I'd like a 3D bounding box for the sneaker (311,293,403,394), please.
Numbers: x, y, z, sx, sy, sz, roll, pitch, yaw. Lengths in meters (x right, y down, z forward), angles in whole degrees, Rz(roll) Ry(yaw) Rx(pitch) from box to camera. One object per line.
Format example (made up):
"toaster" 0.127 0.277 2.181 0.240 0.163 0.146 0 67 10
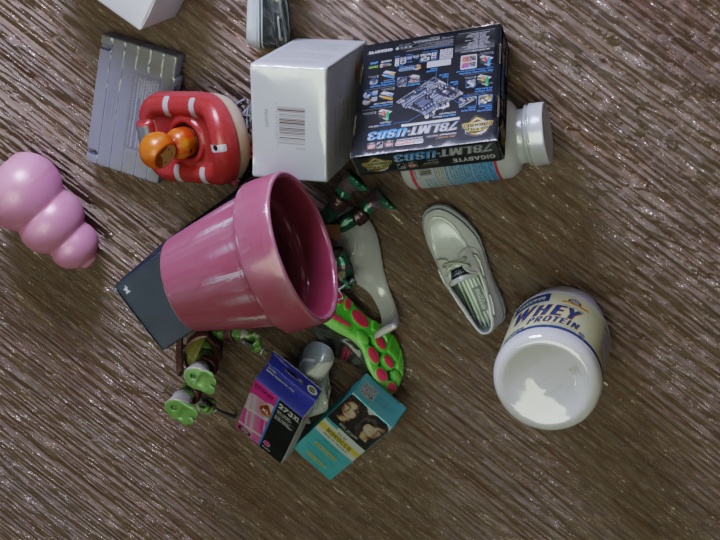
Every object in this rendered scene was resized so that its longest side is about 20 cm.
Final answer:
"sneaker" -0.010 0.106 1.802 0.200 0.077 0.084 49 147 -10

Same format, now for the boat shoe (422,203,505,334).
"boat shoe" 0.150 -0.002 1.705 0.073 0.067 0.201 -30 99 24

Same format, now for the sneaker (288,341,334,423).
"sneaker" -0.073 0.172 1.820 0.080 0.071 0.200 28 144 -9

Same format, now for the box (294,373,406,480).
"box" -0.019 0.241 1.821 0.082 0.049 0.200 41 136 -2

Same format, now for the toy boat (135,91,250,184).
"toy boat" -0.252 -0.177 1.664 0.199 0.130 0.131 7 114 37

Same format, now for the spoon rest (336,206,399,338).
"spoon rest" 0.000 0.000 1.764 0.099 0.061 0.201 -28 87 22

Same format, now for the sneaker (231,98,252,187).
"sneaker" -0.162 -0.215 1.711 0.074 0.081 0.201 33 116 4

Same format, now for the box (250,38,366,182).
"box" -0.067 -0.221 1.613 0.106 0.200 0.153 5 111 14

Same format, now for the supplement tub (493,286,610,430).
"supplement tub" 0.267 0.114 1.640 0.144 0.200 0.146 6 112 14

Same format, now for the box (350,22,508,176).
"box" 0.093 -0.225 1.575 0.199 0.200 0.050 -6 147 17

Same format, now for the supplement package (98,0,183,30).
"supplement package" -0.335 -0.445 1.652 0.199 0.121 0.120 35 116 2

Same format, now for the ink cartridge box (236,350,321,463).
"ink cartridge box" -0.125 0.209 1.804 0.095 0.037 0.200 38 140 10

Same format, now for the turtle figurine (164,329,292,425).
"turtle figurine" -0.204 0.162 1.804 0.143 0.194 0.201 -20 106 20

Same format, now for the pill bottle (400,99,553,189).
"pill bottle" 0.155 -0.173 1.616 0.199 0.109 0.109 -5 108 18

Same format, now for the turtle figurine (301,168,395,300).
"turtle figurine" -0.049 -0.042 1.681 0.200 0.150 0.101 -50 62 11

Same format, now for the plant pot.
"plant pot" -0.148 -0.006 1.529 0.178 0.200 0.201 -17 105 18

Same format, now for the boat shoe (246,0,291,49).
"boat shoe" -0.116 -0.402 1.641 0.070 0.072 0.201 7 122 4

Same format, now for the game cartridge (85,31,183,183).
"game cartridge" -0.335 -0.241 1.779 0.129 0.038 0.201 16 114 6

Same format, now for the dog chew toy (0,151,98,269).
"dog chew toy" -0.483 -0.084 1.837 0.124 0.125 0.200 -36 105 25

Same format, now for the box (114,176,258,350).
"box" -0.217 -0.014 1.738 0.199 0.197 0.124 -32 98 25
